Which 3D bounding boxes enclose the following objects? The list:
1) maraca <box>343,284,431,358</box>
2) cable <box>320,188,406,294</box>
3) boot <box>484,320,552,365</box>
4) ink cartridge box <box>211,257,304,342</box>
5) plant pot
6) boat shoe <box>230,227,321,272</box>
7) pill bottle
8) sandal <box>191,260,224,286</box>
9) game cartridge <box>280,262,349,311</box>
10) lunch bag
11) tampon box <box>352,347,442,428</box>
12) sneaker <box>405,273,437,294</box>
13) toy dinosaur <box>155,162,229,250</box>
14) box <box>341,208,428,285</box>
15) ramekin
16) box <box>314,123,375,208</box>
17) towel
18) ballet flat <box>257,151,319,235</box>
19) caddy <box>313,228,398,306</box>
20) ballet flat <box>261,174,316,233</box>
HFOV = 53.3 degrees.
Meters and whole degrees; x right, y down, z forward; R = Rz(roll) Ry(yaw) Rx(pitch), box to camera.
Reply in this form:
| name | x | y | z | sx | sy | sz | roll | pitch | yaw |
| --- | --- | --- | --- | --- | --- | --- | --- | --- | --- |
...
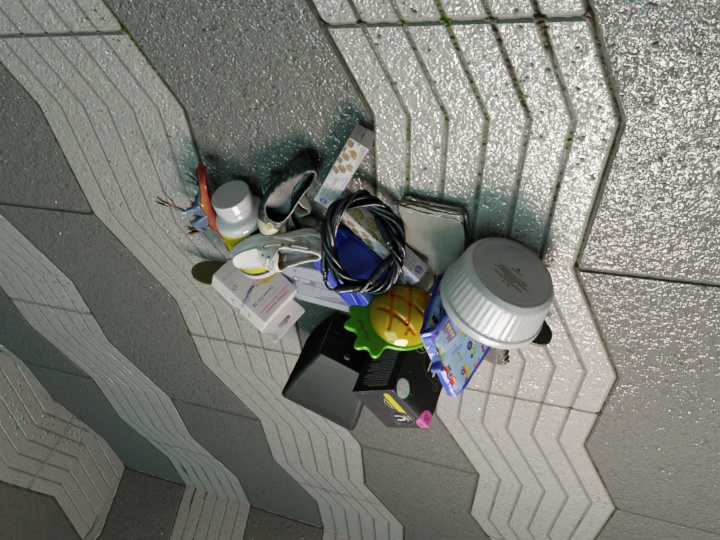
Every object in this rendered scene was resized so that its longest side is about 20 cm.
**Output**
| name | x | y | z | sx | sy | sz | roll | pitch | yaw |
| --- | --- | --- | --- | --- | --- | --- | --- | --- | --- |
| maraca | 0.065 | 0.096 | 1.384 | 0.138 | 0.197 | 0.108 | 60 | 154 | 26 |
| cable | 0.006 | -0.048 | 1.326 | 0.160 | 0.051 | 0.203 | 6 | 107 | 4 |
| boot | 0.302 | 0.143 | 1.500 | 0.198 | 0.070 | 0.175 | 21 | 148 | 26 |
| ink cartridge box | -0.225 | 0.051 | 1.619 | 0.200 | 0.117 | 0.068 | 42 | 153 | 3 |
| plant pot | -0.047 | 0.226 | 1.737 | 0.197 | 0.201 | 0.178 | 27 | 134 | -2 |
| boat shoe | -0.168 | -0.031 | 1.424 | 0.197 | 0.070 | 0.071 | -12 | 140 | 12 |
| pill bottle | -0.234 | -0.086 | 1.492 | 0.110 | 0.112 | 0.201 | 7 | 143 | 25 |
| sandal | -0.310 | 0.033 | 1.734 | 0.208 | 0.078 | 0.070 | 6 | 136 | 19 |
| game cartridge | -0.084 | 0.030 | 1.620 | 0.197 | 0.041 | 0.134 | 14 | 148 | 17 |
| lunch bag | 0.177 | 0.123 | 1.340 | 0.093 | 0.201 | 0.152 | -5 | 123 | 32 |
| tampon box | 0.099 | 0.230 | 1.621 | 0.125 | 0.202 | 0.150 | -11 | 133 | 42 |
| sneaker | 0.121 | 0.091 | 1.498 | 0.086 | 0.076 | 0.202 | 15 | 128 | 2 |
| toy dinosaur | -0.319 | -0.146 | 1.491 | 0.198 | 0.106 | 0.181 | 24 | 153 | -23 |
| box | 0.043 | -0.055 | 1.377 | 0.200 | 0.042 | 0.039 | 43 | 154 | -2 |
| ramekin | 0.249 | 0.030 | 1.268 | 0.200 | 0.204 | 0.095 | 25 | 135 | 0 |
| box | -0.031 | -0.182 | 1.280 | 0.038 | 0.042 | 0.200 | 29 | 145 | -6 |
| towel | 0.139 | -0.058 | 1.356 | 0.131 | 0.035 | 0.201 | 15 | 146 | 17 |
| ballet flat | -0.141 | -0.139 | 1.348 | 0.066 | 0.057 | 0.201 | 23 | 125 | -22 |
| caddy | 0.000 | 0.000 | 1.466 | 0.141 | 0.105 | 0.201 | 18 | 153 | 52 |
| ballet flat | -0.131 | -0.110 | 1.442 | 0.074 | 0.068 | 0.201 | -7 | 135 | 16 |
